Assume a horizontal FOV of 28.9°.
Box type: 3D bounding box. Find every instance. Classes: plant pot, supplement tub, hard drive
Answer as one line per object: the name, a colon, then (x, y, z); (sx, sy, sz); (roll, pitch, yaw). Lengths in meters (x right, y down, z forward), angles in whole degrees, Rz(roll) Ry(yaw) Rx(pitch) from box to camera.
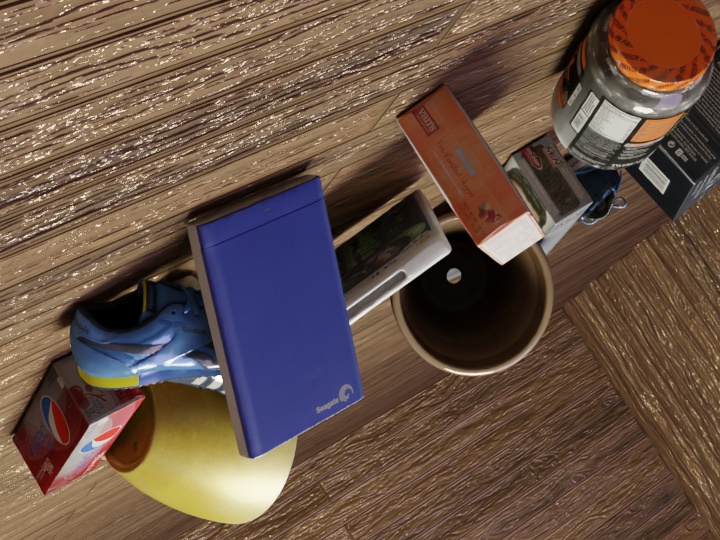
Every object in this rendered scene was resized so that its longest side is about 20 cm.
plant pot: (0.130, 0.017, 1.745); (0.199, 0.201, 0.175); (-33, -173, 1)
supplement tub: (0.259, -0.183, 1.327); (0.122, 0.123, 0.200); (-31, 170, -14)
hard drive: (-0.067, 0.037, 1.164); (0.131, 0.202, 0.025); (-25, -158, -38)
plant pot: (-0.180, 0.154, 1.415); (0.141, 0.202, 0.200); (8, 142, -42)

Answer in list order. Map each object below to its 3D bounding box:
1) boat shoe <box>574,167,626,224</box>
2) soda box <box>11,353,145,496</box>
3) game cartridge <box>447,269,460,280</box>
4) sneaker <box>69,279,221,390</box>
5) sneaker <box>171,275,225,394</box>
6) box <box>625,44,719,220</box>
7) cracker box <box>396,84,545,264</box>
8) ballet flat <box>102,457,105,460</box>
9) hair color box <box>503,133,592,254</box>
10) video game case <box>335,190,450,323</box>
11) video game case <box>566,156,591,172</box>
boat shoe: (0.315, -0.096, 1.932); (0.084, 0.069, 0.199); (-40, 169, 33)
soda box: (-0.270, 0.142, 1.326); (0.063, 0.070, 0.200); (-27, 168, -34)
game cartridge: (0.143, -0.028, 1.938); (0.133, 0.041, 0.199); (-37, 170, 39)
sneaker: (-0.143, 0.043, 1.166); (0.198, 0.066, 0.079); (-9, 131, -18)
sneaker: (-0.147, 0.084, 1.298); (0.084, 0.075, 0.200); (-27, 135, 8)
box: (0.463, -0.192, 1.866); (0.196, 0.124, 0.200); (-41, 168, -4)
cracker box: (0.105, -0.082, 1.281); (0.057, 0.135, 0.200); (-33, 170, 7)
ballet flat: (-0.242, 0.175, 1.674); (0.199, 0.057, 0.066); (-25, -150, -37)
hair color box: (0.210, -0.078, 1.731); (0.060, 0.100, 0.200); (-29, 169, -17)
video game case: (0.000, 0.000, 1.383); (0.181, 0.023, 0.200); (-36, -166, 6)
video game case: (0.323, -0.148, 1.983); (0.181, 0.023, 0.200); (-39, 169, 24)
